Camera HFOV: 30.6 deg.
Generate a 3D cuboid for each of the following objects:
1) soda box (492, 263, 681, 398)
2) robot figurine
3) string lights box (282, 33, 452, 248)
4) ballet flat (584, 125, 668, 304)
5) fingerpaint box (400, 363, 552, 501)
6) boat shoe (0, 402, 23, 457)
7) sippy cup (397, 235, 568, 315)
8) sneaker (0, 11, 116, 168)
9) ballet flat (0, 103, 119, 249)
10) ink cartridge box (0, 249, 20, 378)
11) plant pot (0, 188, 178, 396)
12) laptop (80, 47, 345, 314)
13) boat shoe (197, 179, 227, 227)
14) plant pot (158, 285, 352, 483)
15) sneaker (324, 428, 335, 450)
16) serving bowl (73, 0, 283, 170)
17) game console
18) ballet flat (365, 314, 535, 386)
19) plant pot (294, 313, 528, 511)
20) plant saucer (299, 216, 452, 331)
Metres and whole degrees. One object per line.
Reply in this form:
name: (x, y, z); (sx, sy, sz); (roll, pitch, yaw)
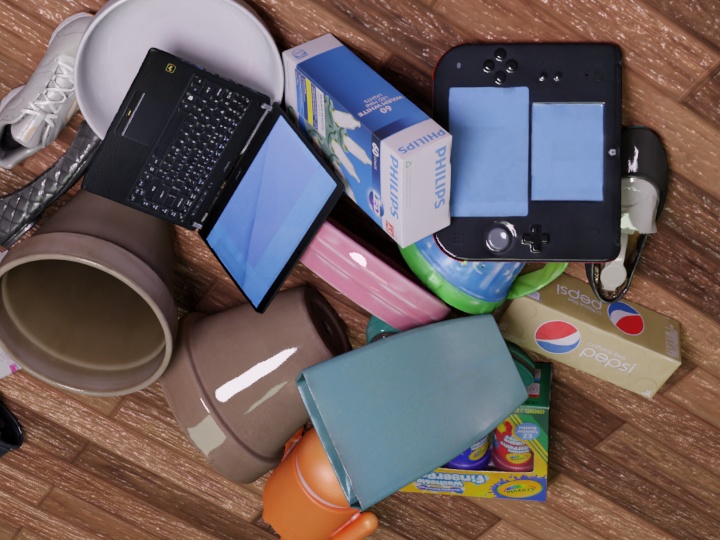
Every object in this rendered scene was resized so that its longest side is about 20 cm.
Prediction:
soda box: (0.244, 0.062, 1.416); (0.198, 0.064, 0.068); (23, 132, -8)
robot figurine: (-0.046, 0.265, 1.625); (0.115, 0.145, 0.201); (14, 136, -25)
string lights box: (0.005, -0.123, 1.215); (0.058, 0.200, 0.104); (-25, 137, -23)
ballet flat: (0.266, -0.045, 1.310); (0.067, 0.069, 0.202); (7, 133, 6)
fingerpaint box: (0.124, 0.188, 1.548); (0.197, 0.074, 0.168); (3, 132, 9)
boat shoe: (-0.488, 0.167, 1.661); (0.061, 0.075, 0.201); (-10, 134, 13)
sippy cup: (0.124, -0.049, 1.304); (0.177, 0.140, 0.131); (-2, 140, -51)
sneaker: (-0.304, -0.168, 1.301); (0.075, 0.093, 0.200); (34, 129, -19)
ballet flat: (-0.313, -0.101, 1.321); (0.200, 0.067, 0.057); (-43, 100, 13)
ink cartridge box: (-0.423, 0.055, 1.545); (0.198, 0.068, 0.115); (-24, 124, 30)
plant pot: (-0.274, 0.003, 1.394); (0.197, 0.175, 0.202); (6, 133, 7)
laptop: (-0.144, -0.080, 1.244); (0.198, 0.104, 0.178); (21, 124, -23)
boat shoe: (-0.190, -0.095, 1.368); (0.199, 0.072, 0.061); (26, 89, 3)
plant pot: (-0.103, 0.110, 1.465); (0.173, 0.201, 0.201); (-31, 122, 14)
sneaker: (0.018, 0.135, 1.442); (0.070, 0.200, 0.082); (37, 143, 4)
serving bowl: (-0.172, -0.196, 1.254); (0.197, 0.066, 0.202); (-4, 132, -4)
game console: (0.153, -0.109, 1.217); (0.174, 0.031, 0.203); (1, 89, 10)
ballet flat: (0.101, 0.072, 1.422); (0.197, 0.071, 0.068); (13, 140, -15)
plant pot: (0.054, 0.127, 1.304); (0.198, 0.143, 0.141); (-25, 174, -9)
plant saucer: (0.000, 0.000, 1.325); (0.199, 0.201, 0.051); (33, 94, -18)
